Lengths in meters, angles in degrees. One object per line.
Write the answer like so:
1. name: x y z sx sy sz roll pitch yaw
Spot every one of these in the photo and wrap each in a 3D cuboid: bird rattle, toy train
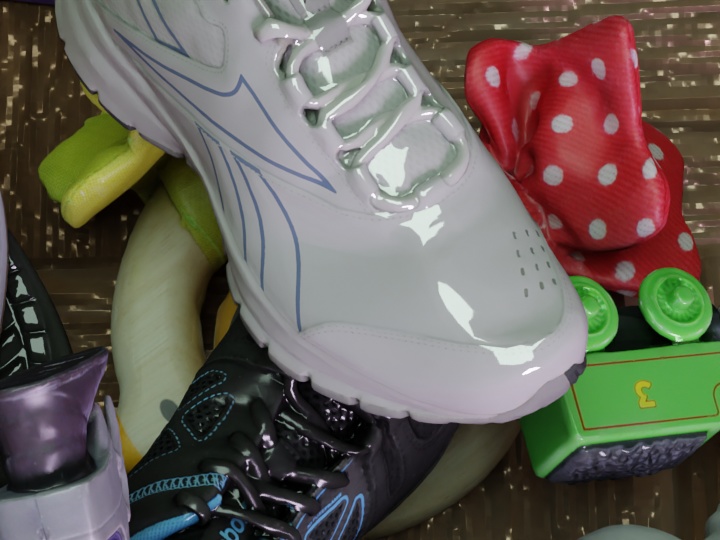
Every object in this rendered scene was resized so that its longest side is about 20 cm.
1. bird rattle: 0.000 0.000 0.868 0.199 0.113 0.164 12 83 -7
2. toy train: 0.132 0.026 0.828 0.199 0.042 0.057 -5 66 -24

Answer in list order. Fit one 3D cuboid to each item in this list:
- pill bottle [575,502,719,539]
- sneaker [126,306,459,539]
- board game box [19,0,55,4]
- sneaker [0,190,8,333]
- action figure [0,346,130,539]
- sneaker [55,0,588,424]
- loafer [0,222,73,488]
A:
1. pill bottle: 0.060 0.139 0.787 0.200 0.112 0.112 -33 72 -8
2. sneaker: -0.023 0.059 0.784 0.073 0.082 0.200 38 87 -9
3. board game box: -0.122 -0.158 0.936 0.199 0.045 0.135 6 71 5
4. sneaker: -0.135 0.015 0.762 0.071 0.112 0.201 -7 78 3
5. action figure: -0.064 0.124 0.682 0.130 0.069 0.201 -16 95 -1
6. sneaker: -0.014 -0.041 0.749 0.074 0.087 0.200 -32 64 -26
7. loafer: -0.152 -0.009 0.869 0.073 0.071 0.200 -44 70 -5
